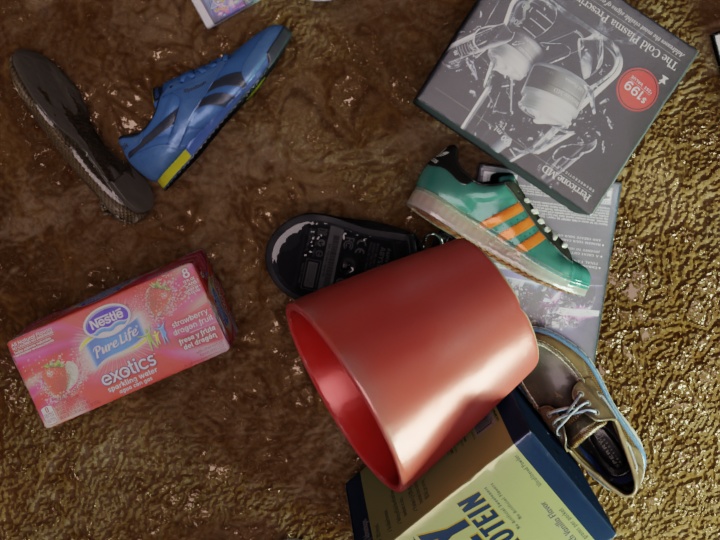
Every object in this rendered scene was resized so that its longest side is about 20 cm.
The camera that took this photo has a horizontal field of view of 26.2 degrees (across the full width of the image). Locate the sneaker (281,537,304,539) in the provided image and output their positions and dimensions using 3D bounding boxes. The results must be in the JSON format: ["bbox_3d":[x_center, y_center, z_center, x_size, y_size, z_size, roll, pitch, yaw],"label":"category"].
[{"bbox_3d":[-0.070,0.373,1.563,0.078,0.077,0.202,0,80,-4],"label":"sneaker"}]

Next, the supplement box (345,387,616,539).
[{"bbox_3d":[0.106,0.226,1.468,0.199,0.200,0.134,-39,104,6],"label":"supplement box"}]

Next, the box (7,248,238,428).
[{"bbox_3d":[-0.228,0.064,1.503,0.199,0.100,0.096,-23,98,4],"label":"box"}]

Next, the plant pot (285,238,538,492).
[{"bbox_3d":[0.055,0.075,1.431,0.177,0.200,0.201,-30,97,-14],"label":"plant pot"}]

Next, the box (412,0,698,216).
[{"bbox_3d":[0.180,-0.180,1.454,0.199,0.104,0.183,33,94,-2],"label":"box"}]

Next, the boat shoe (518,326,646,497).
[{"bbox_3d":[0.216,0.139,1.511,0.072,0.072,0.200,-40,103,15],"label":"boat shoe"}]

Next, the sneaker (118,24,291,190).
[{"bbox_3d":[-0.151,-0.172,1.486,0.078,0.066,0.200,43,96,-2],"label":"sneaker"}]

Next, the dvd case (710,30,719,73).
[{"bbox_3d":[0.455,-0.187,1.501,0.198,0.025,0.151,-17,98,3],"label":"dvd case"}]

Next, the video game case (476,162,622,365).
[{"bbox_3d":[0.174,0.002,1.533,0.142,0.019,0.202,7,99,0],"label":"video game case"}]

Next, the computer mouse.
[{"bbox_3d":[0.000,0.000,1.521,0.198,0.053,0.140,15,99,-13],"label":"computer mouse"}]

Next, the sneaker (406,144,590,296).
[{"bbox_3d":[0.146,-0.047,1.481,0.199,0.071,0.080,30,87,-12],"label":"sneaker"}]

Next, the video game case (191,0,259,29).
[{"bbox_3d":[-0.096,-0.344,1.484,0.199,0.018,0.144,-29,98,5],"label":"video game case"}]

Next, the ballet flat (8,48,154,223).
[{"bbox_3d":[-0.278,-0.126,1.501,0.046,0.067,0.200,-32,101,35],"label":"ballet flat"}]
